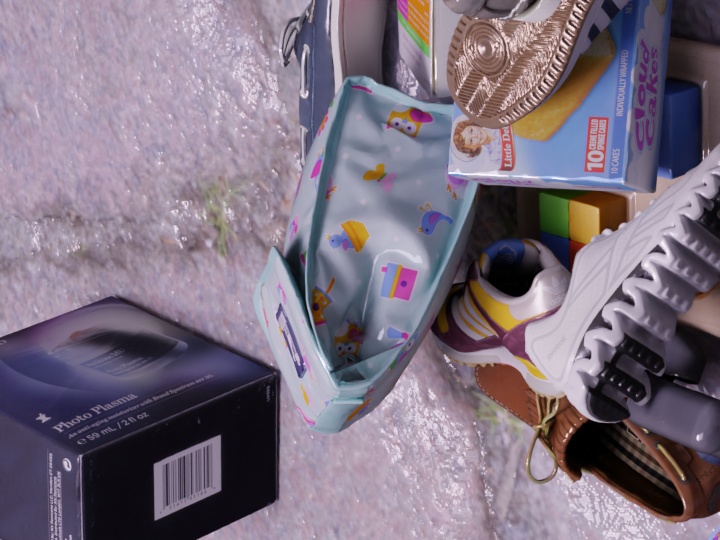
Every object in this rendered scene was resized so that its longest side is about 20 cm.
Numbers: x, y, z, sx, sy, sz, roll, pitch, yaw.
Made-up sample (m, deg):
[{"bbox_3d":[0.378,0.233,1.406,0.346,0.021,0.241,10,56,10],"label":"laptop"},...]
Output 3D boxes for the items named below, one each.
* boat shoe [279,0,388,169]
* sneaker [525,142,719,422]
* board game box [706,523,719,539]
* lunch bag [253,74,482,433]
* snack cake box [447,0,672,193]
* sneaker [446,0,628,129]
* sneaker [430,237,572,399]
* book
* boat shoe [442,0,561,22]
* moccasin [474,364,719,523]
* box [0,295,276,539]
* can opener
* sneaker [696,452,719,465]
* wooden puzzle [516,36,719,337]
[{"bbox_3d":[-0.017,-0.151,1.655,0.062,0.075,0.200,14,125,30],"label":"boat shoe"},{"bbox_3d":[0.172,-0.009,1.428,0.200,0.075,0.081,-52,45,-2],"label":"sneaker"},{"bbox_3d":[0.272,0.216,1.518,0.158,0.039,0.200,49,134,21],"label":"board game box"},{"bbox_3d":[0.000,0.000,1.547,0.170,0.122,0.200,122,163,-74],"label":"lunch bag"},{"bbox_3d":[0.122,-0.149,1.442,0.115,0.067,0.200,4,89,24],"label":"snack cake box"},{"bbox_3d":[0.130,-0.165,1.373,0.070,0.108,0.200,46,133,15],"label":"sneaker"},{"bbox_3d":[0.096,0.015,1.560,0.200,0.075,0.090,18,132,62],"label":"sneaker"},{"bbox_3d":[0.047,-0.224,1.541,0.134,0.048,0.200,-127,32,-66],"label":"book"},{"bbox_3d":[0.072,-0.233,1.276,0.072,0.060,0.202,4,95,58],"label":"boat shoe"},{"bbox_3d":[0.150,0.105,1.575,0.201,0.078,0.074,37,131,31],"label":"moccasin"},{"bbox_3d":[-0.202,0.126,1.859,0.198,0.200,0.123,22,121,39],"label":"box"},{"bbox_3d":[0.193,0.068,1.459,0.067,0.053,0.200,-69,16,0],"label":"can opener"},{"bbox_3d":[0.279,0.096,1.442,0.200,0.070,0.082,-31,80,49],"label":"sneaker"},{"bbox_3d":[0.171,-0.056,1.513,0.200,0.046,0.186,15,116,42],"label":"wooden puzzle"}]
